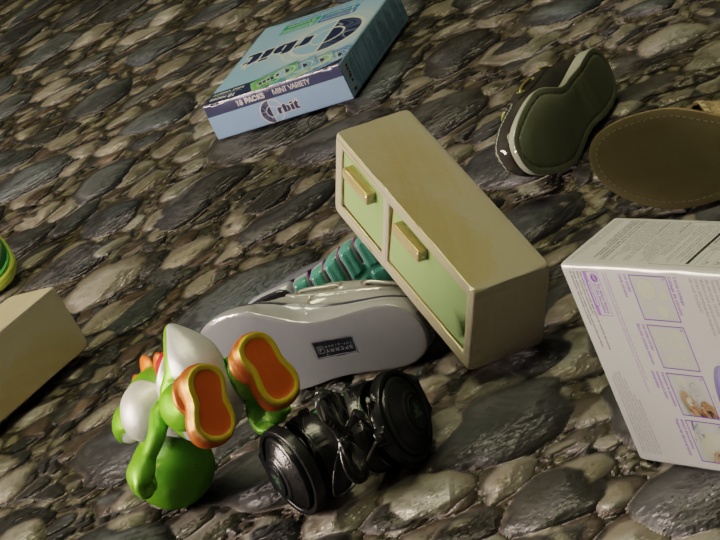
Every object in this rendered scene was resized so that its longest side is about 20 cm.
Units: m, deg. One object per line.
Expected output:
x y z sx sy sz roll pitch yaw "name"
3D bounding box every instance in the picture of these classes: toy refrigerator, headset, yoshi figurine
0.054 -0.024 1.632 0.070 0.076 0.200 -19 46 -21 "toy refrigerator"
-0.014 0.104 1.515 0.123 0.094 0.200 -26 10 0 "headset"
-0.114 0.114 1.568 0.200 0.112 0.113 -27 42 61 "yoshi figurine"
-0.332 0.101 1.919 0.076 0.070 0.200 -12 24 48 "toy refrigerator"

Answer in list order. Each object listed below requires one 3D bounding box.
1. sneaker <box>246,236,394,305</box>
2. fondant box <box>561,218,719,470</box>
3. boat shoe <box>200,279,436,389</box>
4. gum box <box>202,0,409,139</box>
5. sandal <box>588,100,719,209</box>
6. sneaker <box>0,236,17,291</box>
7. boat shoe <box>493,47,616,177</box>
0.000 0.000 1.773 0.199 0.075 0.088 -20 17 18 "sneaker"
0.225 0.047 1.308 0.058 0.145 0.199 -37 24 -30 "fondant box"
-0.028 0.041 1.710 0.199 0.072 0.066 -12 21 29 "boat shoe"
-0.056 -0.222 2.378 0.169 0.045 0.200 -14 23 27 "gum box"
0.285 -0.095 1.697 0.210 0.078 0.070 -8 7 25 "sandal"
-0.433 0.020 2.192 0.200 0.084 0.074 -38 25 -27 "sneaker"
0.156 -0.127 1.894 0.060 0.072 0.201 -16 16 34 "boat shoe"
